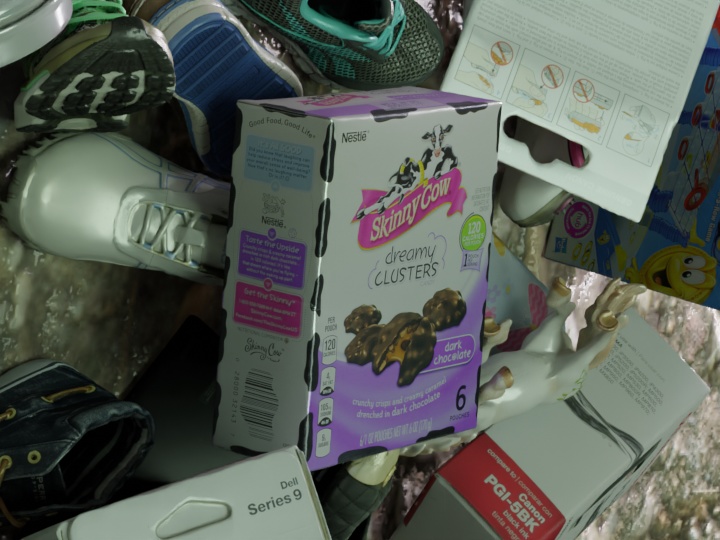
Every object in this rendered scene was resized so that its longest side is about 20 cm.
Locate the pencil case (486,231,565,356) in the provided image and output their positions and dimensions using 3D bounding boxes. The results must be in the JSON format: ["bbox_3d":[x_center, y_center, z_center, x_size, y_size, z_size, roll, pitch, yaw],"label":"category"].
[{"bbox_3d":[0.050,0.003,1.714,0.091,0.083,0.200,-41,134,5],"label":"pencil case"}]

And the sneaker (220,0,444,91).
[{"bbox_3d":[-0.007,-0.150,1.597,0.200,0.091,0.078,22,88,-47],"label":"sneaker"}]

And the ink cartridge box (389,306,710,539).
[{"bbox_3d":[0.122,0.135,1.780,0.200,0.083,0.147,-38,167,-30],"label":"ink cartridge box"}]

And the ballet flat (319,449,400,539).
[{"bbox_3d":[-0.006,0.176,1.671,0.066,0.057,0.201,-38,153,-51],"label":"ballet flat"}]

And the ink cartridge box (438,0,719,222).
[{"bbox_3d":[0.137,-0.151,1.714,0.162,0.050,0.201,23,83,-16],"label":"ink cartridge box"}]

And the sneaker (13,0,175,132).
[{"bbox_3d":[-0.148,-0.124,1.417,0.077,0.200,0.089,-4,86,-18],"label":"sneaker"}]

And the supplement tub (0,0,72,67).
[{"bbox_3d":[-0.223,-0.205,1.321,0.144,0.144,0.201,-33,124,-34],"label":"supplement tub"}]

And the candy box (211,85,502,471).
[{"bbox_3d":[0.000,0.000,1.540,0.167,0.071,0.201,-10,108,-51],"label":"candy box"}]

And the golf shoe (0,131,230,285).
[{"bbox_3d":[-0.109,-0.031,1.531,0.200,0.097,0.079,9,98,-45],"label":"golf shoe"}]

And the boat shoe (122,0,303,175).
[{"bbox_3d":[-0.087,-0.121,1.529,0.072,0.072,0.200,-37,158,-5],"label":"boat shoe"}]

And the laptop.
[{"bbox_3d":[-0.105,0.166,1.663,0.200,0.116,0.187,43,69,-14],"label":"laptop"}]

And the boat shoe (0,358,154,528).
[{"bbox_3d":[-0.209,0.117,1.480,0.200,0.091,0.071,-37,126,-32],"label":"boat shoe"}]

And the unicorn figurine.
[{"bbox_3d":[0.080,0.067,1.668,0.199,0.074,0.137,-6,153,-21],"label":"unicorn figurine"}]

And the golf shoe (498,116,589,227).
[{"bbox_3d":[0.127,-0.127,1.767,0.092,0.073,0.201,28,77,-25],"label":"golf shoe"}]

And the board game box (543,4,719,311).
[{"bbox_3d":[0.235,-0.077,1.792,0.056,0.195,0.201,11,95,-46],"label":"board game box"}]

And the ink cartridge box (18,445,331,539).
[{"bbox_3d":[-0.116,0.166,1.480,0.145,0.200,0.088,-17,84,-24],"label":"ink cartridge box"}]
